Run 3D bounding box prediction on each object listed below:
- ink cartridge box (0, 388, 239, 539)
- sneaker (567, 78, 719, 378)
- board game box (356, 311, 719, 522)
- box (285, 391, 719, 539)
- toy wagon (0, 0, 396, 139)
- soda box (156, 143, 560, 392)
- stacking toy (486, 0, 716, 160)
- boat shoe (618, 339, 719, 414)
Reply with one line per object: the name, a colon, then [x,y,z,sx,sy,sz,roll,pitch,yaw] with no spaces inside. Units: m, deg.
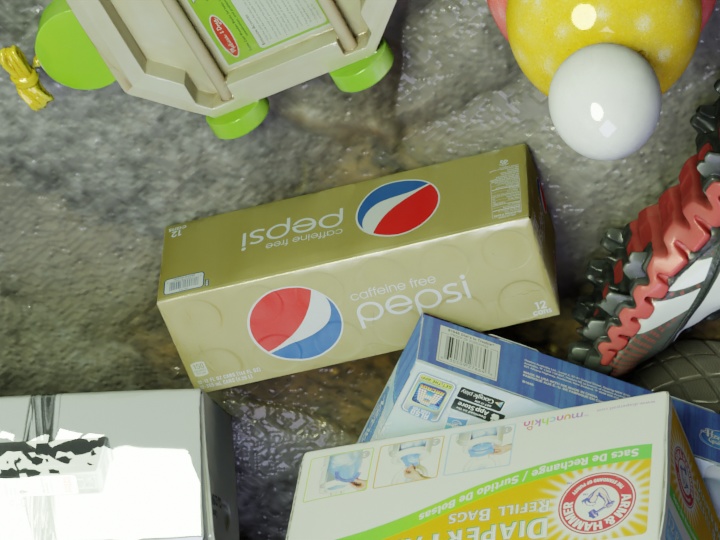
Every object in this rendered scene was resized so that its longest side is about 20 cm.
ink cartridge box: [-0.169,0.113,1.442,0.199,0.084,0.144,-2,171,3]
sneaker: [0.182,-0.008,1.390,0.097,0.071,0.201,25,124,-15]
board game box: [0.089,0.130,1.440,0.199,0.044,0.200,20,131,-8]
box: [0.073,0.147,1.359,0.199,0.102,0.113,-10,129,18]
toy wagon: [-0.082,-0.135,1.314,0.199,0.040,0.156,-20,125,17]
soda box: [0.000,0.000,1.405,0.199,0.064,0.068,-12,128,11]
stacking toy: [0.111,-0.120,1.218,0.145,0.201,0.147,0,129,0]
boat shoe: [0.146,0.091,1.476,0.199,0.076,0.072,-9,133,20]
